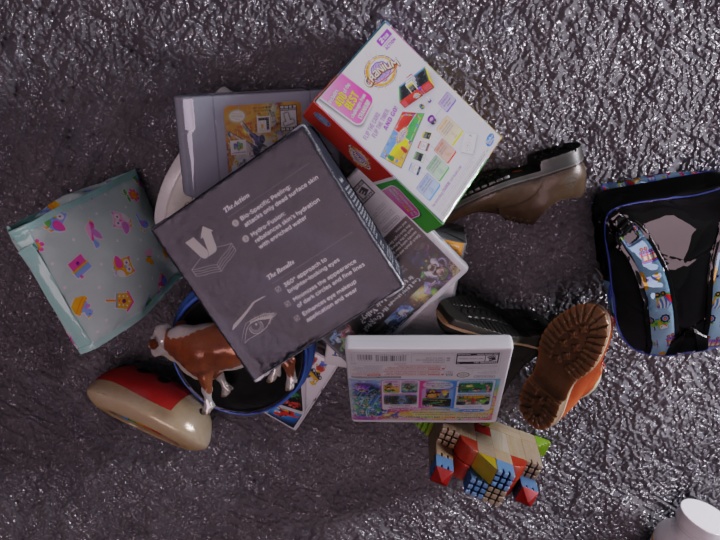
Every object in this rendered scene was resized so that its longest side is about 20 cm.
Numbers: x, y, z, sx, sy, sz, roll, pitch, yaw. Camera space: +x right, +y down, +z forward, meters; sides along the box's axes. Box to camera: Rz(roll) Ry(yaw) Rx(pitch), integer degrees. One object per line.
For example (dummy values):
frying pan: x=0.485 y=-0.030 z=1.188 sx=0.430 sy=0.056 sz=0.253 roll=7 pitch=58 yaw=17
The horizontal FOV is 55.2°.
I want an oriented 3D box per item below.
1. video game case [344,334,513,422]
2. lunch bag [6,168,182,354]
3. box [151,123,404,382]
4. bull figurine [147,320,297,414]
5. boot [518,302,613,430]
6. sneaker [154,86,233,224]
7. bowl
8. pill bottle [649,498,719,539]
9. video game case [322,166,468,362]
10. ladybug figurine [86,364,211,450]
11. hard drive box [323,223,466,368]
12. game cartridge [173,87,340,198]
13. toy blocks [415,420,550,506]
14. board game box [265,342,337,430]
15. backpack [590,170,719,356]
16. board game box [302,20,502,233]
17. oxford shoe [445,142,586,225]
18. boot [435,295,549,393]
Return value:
video game case: x=0.083 y=0.141 z=0.873 sx=0.197 sy=0.024 sz=0.183 roll=0 pitch=140 yaw=2
lunch bag: x=-0.330 y=-0.011 z=0.852 sx=0.121 sy=0.200 sz=0.172 roll=-16 pitch=109 yaw=20
box: x=-0.083 y=-0.024 z=0.762 sx=0.196 sy=0.117 sz=0.201 roll=-32 pitch=98 yaw=8
bull figurine: x=-0.173 y=0.108 z=0.879 sx=0.198 sy=0.065 sz=0.123 roll=-15 pitch=108 yaw=9
boot: x=0.281 y=0.111 z=0.889 sx=0.106 sy=0.075 sz=0.201 roll=-17 pitch=139 yaw=-34
sneaker: x=-0.190 y=-0.123 z=0.871 sx=0.084 sy=0.073 sz=0.201 roll=33 pitch=108 yaw=-5
bowl: x=-0.161 y=0.104 z=0.932 sx=0.198 sy=0.039 sz=0.203 roll=1 pitch=108 yaw=3
pill bottle: x=0.464 y=0.437 z=1.000 sx=0.103 sy=0.104 sz=0.202 roll=14 pitch=111 yaw=0
video game case: x=0.000 y=0.000 z=0.847 sx=0.182 sy=0.023 sz=0.200 roll=44 pitch=107 yaw=-9
ladybug figurine: x=-0.294 y=0.188 z=0.973 sx=0.198 sy=0.136 sz=0.072 roll=20 pitch=66 yaw=12
hard drive box: x=0.044 y=0.032 z=0.906 sx=0.154 sy=0.077 sz=0.202 roll=10 pitch=110 yaw=2
game cartridge: x=-0.119 y=-0.149 z=0.834 sx=0.198 sy=0.041 sz=0.135 roll=-9 pitch=107 yaw=-20
toy blocks: x=0.171 y=0.259 z=0.944 sx=0.198 sy=0.137 sz=0.101 roll=21 pitch=110 yaw=-3
board game box: x=-0.145 y=0.126 z=0.977 sx=0.199 sy=0.035 sz=0.127 roll=32 pitch=108 yaw=-7
backpack: x=0.377 y=-0.007 z=0.832 sx=0.180 sy=0.135 sz=0.202 roll=-11 pitch=108 yaw=8
board game box: x=0.054 y=-0.168 z=0.804 sx=0.200 sy=0.040 sz=0.153 roll=42 pitch=64 yaw=-10
oxford shoe: x=0.185 y=-0.086 z=0.854 sx=0.198 sy=0.073 sz=0.085 roll=-16 pitch=110 yaw=10
boot: x=0.153 y=0.115 z=0.892 sx=0.198 sy=0.078 sz=0.139 roll=16 pitch=118 yaw=-33
